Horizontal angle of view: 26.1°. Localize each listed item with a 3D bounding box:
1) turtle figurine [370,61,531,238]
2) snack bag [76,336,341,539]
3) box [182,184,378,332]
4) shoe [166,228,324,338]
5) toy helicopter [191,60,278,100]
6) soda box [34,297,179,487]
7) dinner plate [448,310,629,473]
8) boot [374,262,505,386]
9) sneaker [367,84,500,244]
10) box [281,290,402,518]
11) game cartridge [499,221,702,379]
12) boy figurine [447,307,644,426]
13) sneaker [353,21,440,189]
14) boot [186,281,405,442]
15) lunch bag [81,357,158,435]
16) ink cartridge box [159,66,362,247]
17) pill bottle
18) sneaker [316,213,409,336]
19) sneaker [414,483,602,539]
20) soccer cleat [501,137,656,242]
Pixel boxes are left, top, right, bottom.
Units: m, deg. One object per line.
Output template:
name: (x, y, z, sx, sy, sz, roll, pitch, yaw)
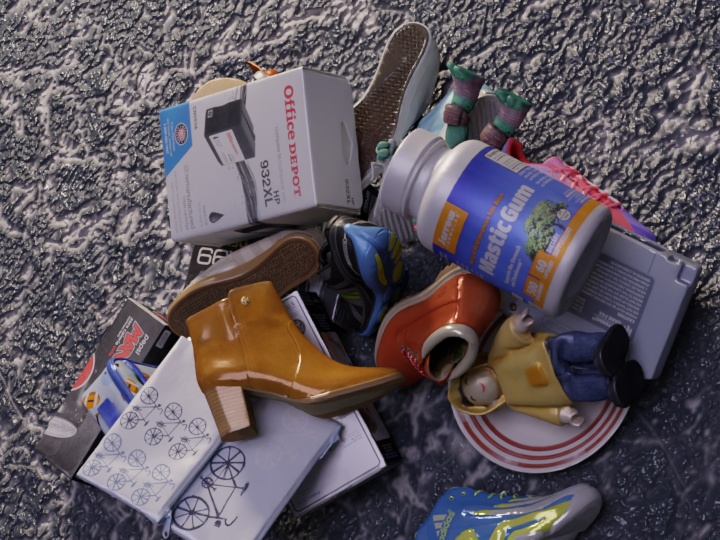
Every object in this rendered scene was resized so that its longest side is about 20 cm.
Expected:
turtle figurine: (0.087, -0.095, 1.544, 0.149, 0.101, 0.202, 28, 101, 14)
snack bag: (-0.146, 0.177, 1.518, 0.199, 0.021, 0.189, 29, 62, 17)
box: (-0.088, -0.025, 1.691, 0.198, 0.050, 0.160, 7, 77, 28)
shoe: (-0.118, 0.013, 1.640, 0.199, 0.070, 0.054, -28, 21, 21)
toy helicopter: (-0.101, -0.167, 1.746, 0.198, 0.079, 0.133, 18, 73, 20)
soda box: (-0.274, 0.137, 1.728, 0.070, 0.063, 0.201, 31, 89, 31)
dinner plate: (0.180, 0.101, 1.527, 0.198, 0.024, 0.203, -9, 70, 24)
boot: (0.064, 0.075, 1.512, 0.200, 0.074, 0.108, -48, 18, 47)
sneaker: (0.076, -0.115, 1.637, 0.200, 0.074, 0.082, -48, 29, 12)
box: (-0.056, 0.136, 1.585, 0.116, 0.060, 0.202, -32, 78, 15)
game cartridge: (0.215, 0.016, 1.477, 0.199, 0.040, 0.135, 29, 106, 28)
boy figurine: (0.164, 0.093, 1.465, 0.198, 0.064, 0.125, -9, 113, 39)
sneaker: (0.033, -0.158, 1.650, 0.072, 0.085, 0.201, 27, 82, 27)
boot: (-0.067, 0.075, 1.525, 0.199, 0.071, 0.146, -15, 68, -2)
lunch bag: (-0.195, 0.180, 1.615, 0.076, 0.160, 0.200, -49, 59, 10)
ink cartridge box: (-0.106, -0.115, 1.618, 0.198, 0.083, 0.147, -11, 81, 34)
pill bottle: (0.121, -0.050, 1.428, 0.199, 0.112, 0.113, 28, 87, 17)
sneaker: (0.000, 0.000, 1.560, 0.082, 0.200, 0.071, 32, 70, 18)
sneaker: (0.129, 0.235, 1.479, 0.199, 0.076, 0.106, -35, 61, 14)
soccer cleat: (0.210, -0.070, 1.541, 0.199, 0.066, 0.077, 24, 100, 36)
